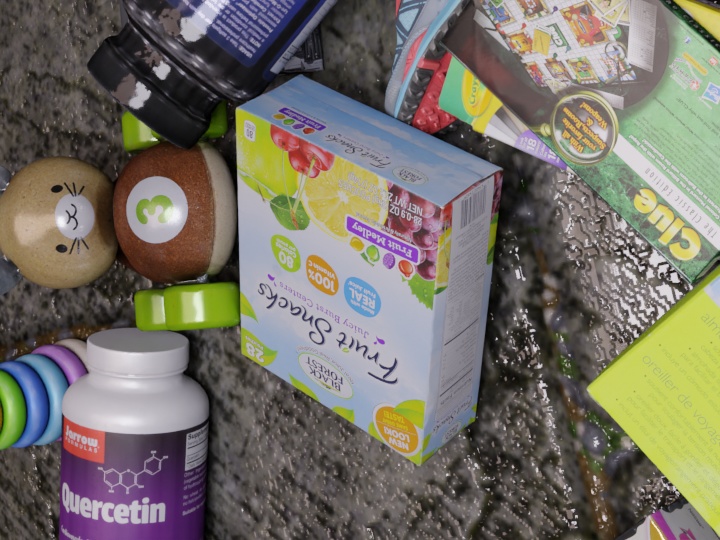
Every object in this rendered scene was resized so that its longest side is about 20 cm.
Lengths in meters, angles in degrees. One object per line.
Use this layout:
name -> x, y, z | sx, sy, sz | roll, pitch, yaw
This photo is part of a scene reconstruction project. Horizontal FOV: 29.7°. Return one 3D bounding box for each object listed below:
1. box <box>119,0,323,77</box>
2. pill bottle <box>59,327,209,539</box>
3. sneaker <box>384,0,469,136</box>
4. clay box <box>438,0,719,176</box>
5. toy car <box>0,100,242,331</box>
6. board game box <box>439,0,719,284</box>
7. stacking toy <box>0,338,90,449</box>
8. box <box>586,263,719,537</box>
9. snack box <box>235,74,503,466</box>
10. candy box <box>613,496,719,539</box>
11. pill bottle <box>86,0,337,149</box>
box -> -0.107, -0.234, 0.969 | 0.157, 0.050, 0.202 | 0, 96, 38
pill bottle -> -0.173, 0.150, 1.037 | 0.112, 0.112, 0.202 | 11, 104, 36
sneaker -> 0.060, -0.182, 0.846 | 0.095, 0.079, 0.201 | 42, 116, 45
clay box -> 0.150, -0.108, 0.775 | 0.199, 0.047, 0.116 | 28, 113, 24
toy car -> -0.197, -0.035, 0.954 | 0.158, 0.198, 0.166 | 173, 92, -66
board game box -> 0.143, -0.099, 0.739 | 0.200, 0.023, 0.105 | 47, 117, 15
stacking toy -> -0.294, 0.110, 1.069 | 0.085, 0.199, 0.086 | 6, 100, 37
box -> 0.233, 0.045, 0.731 | 0.122, 0.048, 0.200 | 47, 122, 6
snack box -> 0.000, 0.000, 0.873 | 0.168, 0.068, 0.201 | 28, 134, 32
candy box -> 0.158, 0.247, 0.826 | 0.200, 0.061, 0.137 | -46, 69, 32
pill bottle -> -0.078, -0.179, 0.852 | 0.112, 0.112, 0.200 | 44, 98, 24
